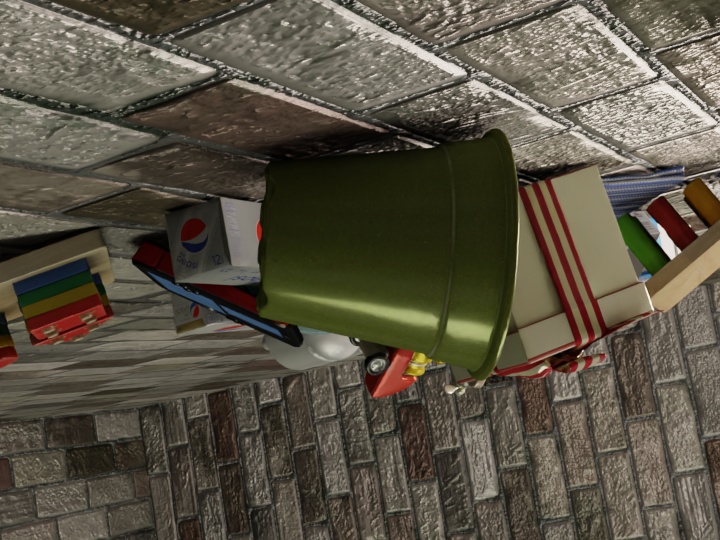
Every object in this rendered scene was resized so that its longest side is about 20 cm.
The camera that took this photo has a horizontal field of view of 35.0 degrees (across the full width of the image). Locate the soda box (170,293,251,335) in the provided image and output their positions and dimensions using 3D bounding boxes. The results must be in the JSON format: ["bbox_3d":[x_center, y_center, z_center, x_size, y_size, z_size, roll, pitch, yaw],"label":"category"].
[{"bbox_3d":[-0.147,0.042,1.485,0.198,0.065,0.068,-1,168,-45],"label":"soda box"}]

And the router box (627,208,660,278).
[{"bbox_3d":[0.274,0.003,1.488,0.197,0.053,0.159,-6,133,-25],"label":"router box"}]

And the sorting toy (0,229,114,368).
[{"bbox_3d":[-0.330,0.044,1.105,0.197,0.071,0.199,-21,174,-13],"label":"sorting toy"}]

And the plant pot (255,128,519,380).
[{"bbox_3d":[0.012,-0.020,0.916,0.186,0.204,0.200,5,170,-7],"label":"plant pot"}]

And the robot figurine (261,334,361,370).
[{"bbox_3d":[-0.066,0.080,1.671,0.168,0.115,0.199,30,152,-29],"label":"robot figurine"}]

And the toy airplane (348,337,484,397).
[{"bbox_3d":[0.096,0.059,1.409,0.140,0.203,0.197,30,152,-35],"label":"toy airplane"}]

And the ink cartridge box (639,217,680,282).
[{"bbox_3d":[0.389,-0.018,1.665,0.145,0.088,0.199,-15,169,34],"label":"ink cartridge box"}]

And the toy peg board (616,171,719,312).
[{"bbox_3d":[0.394,-0.057,1.344,0.199,0.098,0.199,-42,162,13],"label":"toy peg board"}]

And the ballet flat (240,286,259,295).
[{"bbox_3d":[-0.092,0.005,1.310,0.073,0.076,0.199,-15,167,32],"label":"ballet flat"}]

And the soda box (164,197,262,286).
[{"bbox_3d":[-0.097,-0.023,1.087,0.067,0.065,0.199,-15,171,28],"label":"soda box"}]

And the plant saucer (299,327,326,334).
[{"bbox_3d":[0.000,0.000,1.277,0.197,0.036,0.201,-22,154,-11],"label":"plant saucer"}]

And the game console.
[{"bbox_3d":[-0.144,0.031,1.192,0.175,0.031,0.200,28,173,5],"label":"game console"}]

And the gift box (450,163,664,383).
[{"bbox_3d":[0.190,0.012,1.179,0.197,0.190,0.184,-17,175,-19],"label":"gift box"}]

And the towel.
[{"bbox_3d":[0.268,-0.082,1.318,0.142,0.024,0.200,-6,169,-13],"label":"towel"}]
